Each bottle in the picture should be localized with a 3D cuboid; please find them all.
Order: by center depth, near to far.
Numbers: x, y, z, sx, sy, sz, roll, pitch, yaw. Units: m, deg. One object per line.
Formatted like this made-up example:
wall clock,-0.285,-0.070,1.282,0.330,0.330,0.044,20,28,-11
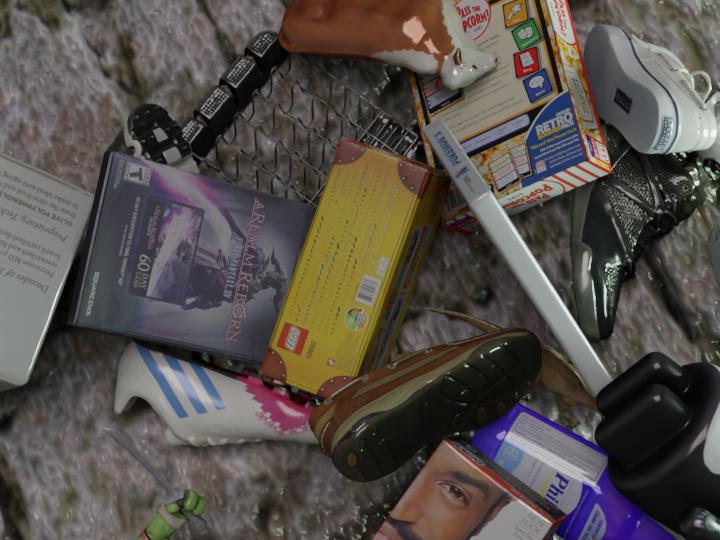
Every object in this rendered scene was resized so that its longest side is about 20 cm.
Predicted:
bottle,0.182,0.182,1.385,0.200,0.084,0.065,29,41,11

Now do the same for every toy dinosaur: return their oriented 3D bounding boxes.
toy dinosaur,0.151,0.079,1.411,0.200,0.101,0.058,35,77,13

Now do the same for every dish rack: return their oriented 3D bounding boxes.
dish rack,-0.055,-0.111,1.514,0.200,0.055,0.153,35,79,12

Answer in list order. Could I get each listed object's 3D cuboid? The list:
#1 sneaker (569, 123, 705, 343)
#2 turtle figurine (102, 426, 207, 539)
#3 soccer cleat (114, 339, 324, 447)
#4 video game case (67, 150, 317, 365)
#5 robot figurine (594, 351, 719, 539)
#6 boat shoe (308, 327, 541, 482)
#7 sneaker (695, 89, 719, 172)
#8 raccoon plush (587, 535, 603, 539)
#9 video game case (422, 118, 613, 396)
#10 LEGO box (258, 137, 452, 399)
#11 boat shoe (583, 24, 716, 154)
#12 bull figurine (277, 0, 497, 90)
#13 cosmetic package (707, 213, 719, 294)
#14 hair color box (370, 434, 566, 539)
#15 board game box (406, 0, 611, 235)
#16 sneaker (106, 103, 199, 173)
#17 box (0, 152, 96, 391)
sneaker,0.236,-0.033,1.457,0.114,0.076,0.200,4,66,11
turtle figurine,-0.135,0.252,1.335,0.194,0.200,0.144,10,38,-16
soccer cleat,-0.115,0.120,1.440,0.200,0.070,0.086,21,91,12
video game case,-0.133,-0.006,1.400,0.200,0.019,0.143,14,85,-31
robot figurine,0.269,0.152,1.299,0.200,0.125,0.150,38,70,-16
boat shoe,0.048,0.089,1.315,0.200,0.076,0.074,-23,37,-28
sneaker,0.375,-0.161,1.496,0.089,0.074,0.200,40,88,15
raccoon plush,0.159,0.293,1.321,0.097,0.134,0.200,35,77,12
video game case,0.124,-0.013,1.359,0.022,0.182,0.200,-33,114,4
LEGO box,0.000,0.000,1.391,0.077,0.149,0.200,20,94,10
boat shoe,0.258,-0.156,1.467,0.086,0.202,0.075,5,114,-16
bull figurine,0.027,-0.221,1.477,0.200,0.065,0.121,10,64,18
cosmetic package,0.369,0.045,1.421,0.113,0.081,0.200,-9,72,1
hair color box,0.058,0.243,1.348,0.111,0.064,0.200,36,98,14
board game box,0.121,-0.152,1.479,0.151,0.046,0.200,-23,67,29
sneaker,-0.162,-0.043,1.493,0.066,0.090,0.200,-31,91,-45
box,-0.357,-0.008,1.386,0.200,0.199,0.171,24,73,-22
